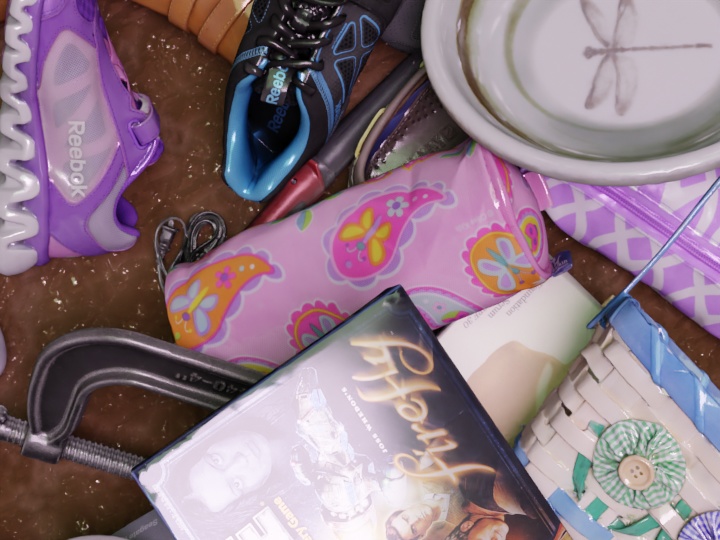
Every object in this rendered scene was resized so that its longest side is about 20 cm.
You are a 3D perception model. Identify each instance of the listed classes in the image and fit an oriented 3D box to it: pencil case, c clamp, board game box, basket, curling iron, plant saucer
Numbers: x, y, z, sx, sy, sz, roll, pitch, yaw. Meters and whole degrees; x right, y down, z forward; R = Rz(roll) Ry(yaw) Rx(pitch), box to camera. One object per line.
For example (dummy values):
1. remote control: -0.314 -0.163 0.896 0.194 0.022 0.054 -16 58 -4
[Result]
1. pencil case: 0.000 0.000 0.727 0.199 0.087 0.088 -24 83 16
2. c clamp: -0.101 0.091 0.747 0.199 0.171 0.027 15 44 -6
3. pencil case: 0.174 -0.018 0.761 0.200 0.085 0.084 34 119 7
4. board game box: 0.016 0.126 0.597 0.135 0.035 0.200 -35 91 -10
5. basket: 0.176 0.071 0.651 0.176 0.139 0.200 44 94 7
6. curling iron: -0.036 -0.057 0.798 0.200 0.026 0.050 -40 89 -4
7. plant saucer: 0.131 -0.112 0.701 0.199 0.050 0.201 -7 56 10

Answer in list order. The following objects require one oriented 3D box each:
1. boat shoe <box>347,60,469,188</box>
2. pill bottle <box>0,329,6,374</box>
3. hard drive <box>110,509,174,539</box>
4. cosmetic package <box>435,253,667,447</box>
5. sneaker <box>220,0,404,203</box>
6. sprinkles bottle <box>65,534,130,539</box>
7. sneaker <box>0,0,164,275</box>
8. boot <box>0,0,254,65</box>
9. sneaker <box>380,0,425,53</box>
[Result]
1. boat shoe: 0.070 -0.103 0.786 0.200 0.060 0.072 -44 82 -5
2. pill bottle: -0.295 0.053 0.746 0.199 0.112 0.112 -29 84 -2
3. hard drive: -0.018 0.151 0.721 0.199 0.042 0.135 -25 113 11
4. cosmetic package: 0.123 0.091 0.756 0.200 0.071 0.105 43 85 5
5. sneaker: -0.020 -0.120 0.705 0.073 0.082 0.201 20 127 2
6. sprinkles bottle: -0.137 0.228 0.693 0.068 0.068 0.201 15 111 3
7. sneaker: -0.146 -0.090 0.757 0.088 0.081 0.201 4 117 -10
8. boot: -0.110 -0.161 0.797 0.200 0.077 0.155 -39 88 -11
9. sneaker: 0.051 -0.204 0.800 0.074 0.085 0.200 17 60 45
